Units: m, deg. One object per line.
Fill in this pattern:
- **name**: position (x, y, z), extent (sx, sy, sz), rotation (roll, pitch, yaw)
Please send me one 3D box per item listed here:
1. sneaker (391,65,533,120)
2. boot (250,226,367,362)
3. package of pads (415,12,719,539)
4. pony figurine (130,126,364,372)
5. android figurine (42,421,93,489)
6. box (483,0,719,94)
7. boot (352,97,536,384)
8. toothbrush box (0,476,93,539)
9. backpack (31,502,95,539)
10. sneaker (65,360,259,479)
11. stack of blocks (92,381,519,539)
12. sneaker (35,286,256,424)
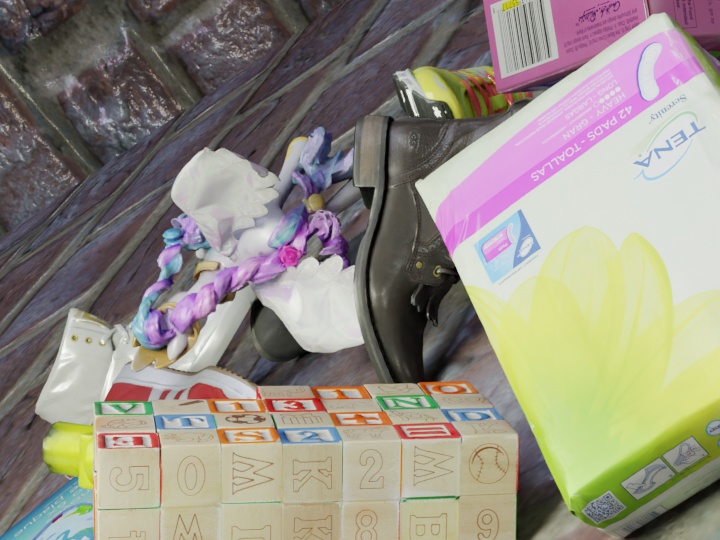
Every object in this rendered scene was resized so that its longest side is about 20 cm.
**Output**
- **sneaker**: position (0.077, -0.115, 1.400), extent (0.090, 0.079, 0.200), rotation (-18, 3, 8)
- **boot**: position (0.001, 0.002, 1.438), extent (0.199, 0.073, 0.182), rotation (-26, 2, 17)
- **package of pads**: position (0.130, -0.002, 0.887), extent (0.154, 0.068, 0.201), rotation (-34, 54, 15)
- **pony figurine**: position (-0.064, -0.017, 1.353), extent (0.193, 0.167, 0.200), rotation (-32, 13, 44)
- **android figurine**: position (-0.076, 0.105, 1.132), extent (0.198, 0.041, 0.182), rotation (2, 3, 28)
- **box**: position (0.207, -0.181, 1.272), extent (0.199, 0.098, 0.176), rotation (-8, -2, -29)
- **boot**: position (0.085, -0.021, 1.222), extent (0.172, 0.202, 0.069), rotation (-3, -5, 9)
- **toothbrush box**: position (-0.165, 0.196, 1.166), extent (0.146, 0.086, 0.200), rotation (-39, 14, -8)
- **backpack**: position (-0.128, 0.200, 0.966), extent (0.163, 0.154, 0.200), rotation (-50, -3, 8)
- **sneaker**: position (-0.130, 0.125, 1.360), extent (0.199, 0.071, 0.113), rotation (0, 50, 52)
- **stack of blocks**: position (-0.031, 0.097, 0.968), extent (0.198, 0.059, 0.115), rotation (-1, 10, -9)
- **sneaker**: position (-0.163, 0.050, 1.488), extent (0.201, 0.115, 0.074), rotation (-55, 3, 0)
